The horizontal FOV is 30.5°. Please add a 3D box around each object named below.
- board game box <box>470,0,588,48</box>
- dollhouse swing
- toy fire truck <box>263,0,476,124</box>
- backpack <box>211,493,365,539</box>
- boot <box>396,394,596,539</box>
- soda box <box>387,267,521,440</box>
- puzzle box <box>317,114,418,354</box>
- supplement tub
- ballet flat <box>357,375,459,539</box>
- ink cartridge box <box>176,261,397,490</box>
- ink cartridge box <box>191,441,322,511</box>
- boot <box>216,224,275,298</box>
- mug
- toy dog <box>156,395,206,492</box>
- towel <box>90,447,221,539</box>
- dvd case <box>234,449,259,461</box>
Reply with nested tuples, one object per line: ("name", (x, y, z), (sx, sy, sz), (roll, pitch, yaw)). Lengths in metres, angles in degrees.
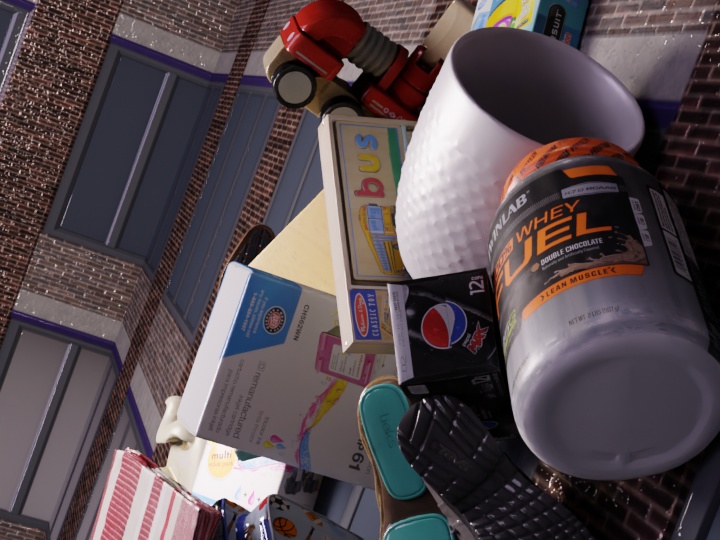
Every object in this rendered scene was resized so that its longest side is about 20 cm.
("board game box", (0.130, -0.165, 1.150), (0.151, 0.047, 0.200), (158, 130, -68))
("dollhouse swing", (0.000, 0.000, 1.298), (0.200, 0.176, 0.182), (-44, 67, 19))
("toy fire truck", (0.020, -0.227, 1.379), (0.200, 0.176, 0.129), (-50, 21, 14))
("backpack", (-0.061, 0.288, 1.043), (0.154, 0.200, 0.191), (-43, 32, 31))
("boot", (0.101, 0.169, 0.817), (0.200, 0.070, 0.132), (58, 179, 25))
("soda box", (0.066, 0.063, 0.876), (0.200, 0.063, 0.071), (61, -159, -69))
("puzzle box", (0.040, -0.029, 1.046), (0.025, 0.133, 0.200), (128, 139, -58))
("supplement tub", (0.141, 0.015, 0.783), (0.200, 0.122, 0.123), (-93, 28, -52))
("ballet flat", (0.044, 0.175, 0.974), (0.072, 0.068, 0.200), (10, -116, -68))
("ink cartridge box", (-0.034, 0.093, 1.118), (0.085, 0.200, 0.145), (15, 86, 69))
("ink cartridge box", (-0.096, 0.185, 1.348), (0.115, 0.068, 0.200), (11, 81, 38))
("boot", (-0.175, 0.027, 1.850), (0.200, 0.075, 0.097), (-72, 19, 1))
("mug", (0.101, -0.080, 0.976), (0.200, 0.147, 0.175), (-91, 19, -48))
("toy dog", (-0.166, 0.209, 1.517), (0.200, 0.139, 0.194), (-66, 30, 16))
("towel", (-0.175, 0.233, 1.057), (0.200, 0.023, 0.144), (15, 89, 60))
("dvd case", (-0.052, 0.095, 1.318), (0.146, 0.022, 0.200), (-16, 37, 13))
